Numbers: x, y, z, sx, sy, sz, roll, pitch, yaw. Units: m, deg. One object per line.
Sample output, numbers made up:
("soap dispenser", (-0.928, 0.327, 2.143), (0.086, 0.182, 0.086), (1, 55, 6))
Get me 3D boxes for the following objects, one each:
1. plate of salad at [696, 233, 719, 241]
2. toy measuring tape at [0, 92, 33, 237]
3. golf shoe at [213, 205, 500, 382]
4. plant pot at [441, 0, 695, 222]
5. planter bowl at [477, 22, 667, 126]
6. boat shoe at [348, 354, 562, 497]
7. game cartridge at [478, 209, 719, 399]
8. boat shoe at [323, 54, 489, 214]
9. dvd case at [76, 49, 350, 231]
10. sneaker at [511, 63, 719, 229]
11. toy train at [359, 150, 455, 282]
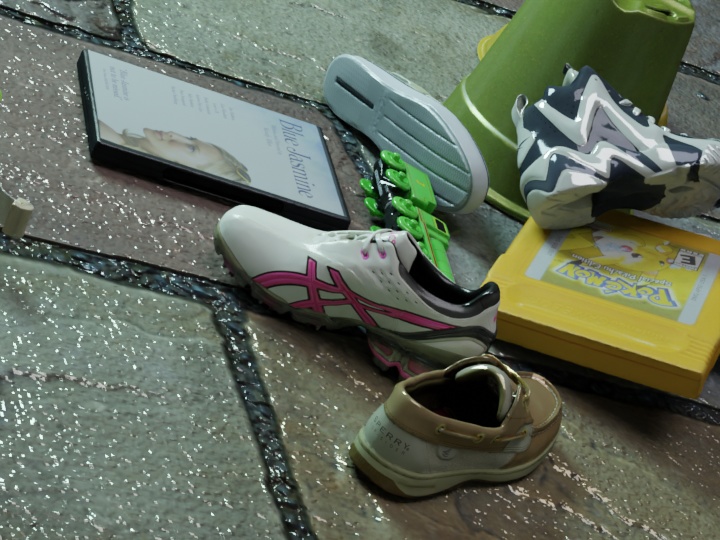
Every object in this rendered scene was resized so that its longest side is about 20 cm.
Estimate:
("plate of salad", (0.308, 0.029, 1.753), (0.199, 0.048, 0.200), (28, 18, -10))
("toy measuring tape", (-0.246, -0.091, 1.410), (0.073, 0.074, 0.200), (-3, 40, -47))
("golf shoe", (0.000, 0.000, 1.458), (0.199, 0.093, 0.073), (27, 27, 2))
("plant pot", (0.180, -0.157, 1.805), (0.199, 0.191, 0.200), (23, 25, -11))
("planter bowl", (0.214, -0.195, 2.028), (0.199, 0.084, 0.201), (22, 27, -12))
("boat shoe", (0.075, 0.091, 1.392), (0.074, 0.067, 0.199), (39, 28, 22))
("game cartridge", (0.188, 0.014, 1.615), (0.175, 0.033, 0.200), (17, 28, 14))
("boat shoe", (0.047, -0.112, 1.730), (0.062, 0.072, 0.200), (0, 35, -40))
("dvd case", (-0.108, -0.094, 1.606), (0.199, 0.018, 0.143), (17, 27, -22))
("sneaker", (0.204, -0.107, 1.687), (0.198, 0.080, 0.130), (-10, 62, -14))
("toy train", (0.039, -0.023, 1.597), (0.056, 0.042, 0.200), (29, 24, -23))
